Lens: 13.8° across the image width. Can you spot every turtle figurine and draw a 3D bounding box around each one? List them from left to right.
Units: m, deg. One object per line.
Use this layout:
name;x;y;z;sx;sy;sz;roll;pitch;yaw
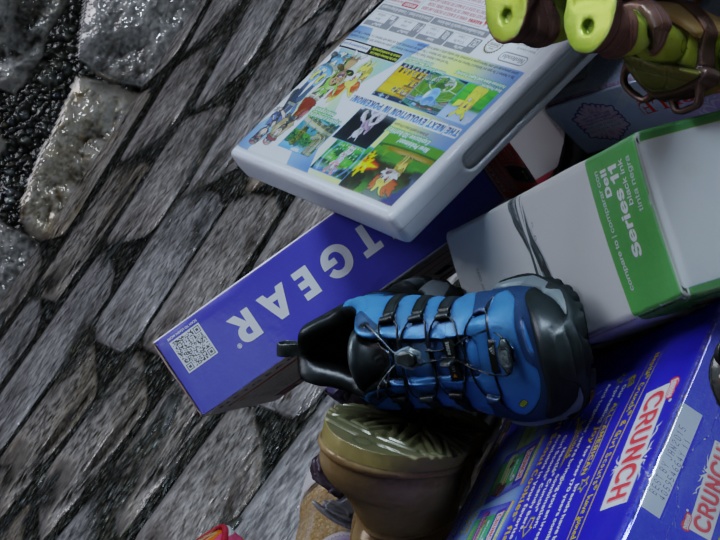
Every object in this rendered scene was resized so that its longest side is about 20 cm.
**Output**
turtle figurine;0.132;-0.109;1.351;0.200;0.161;0.065;35;109;46

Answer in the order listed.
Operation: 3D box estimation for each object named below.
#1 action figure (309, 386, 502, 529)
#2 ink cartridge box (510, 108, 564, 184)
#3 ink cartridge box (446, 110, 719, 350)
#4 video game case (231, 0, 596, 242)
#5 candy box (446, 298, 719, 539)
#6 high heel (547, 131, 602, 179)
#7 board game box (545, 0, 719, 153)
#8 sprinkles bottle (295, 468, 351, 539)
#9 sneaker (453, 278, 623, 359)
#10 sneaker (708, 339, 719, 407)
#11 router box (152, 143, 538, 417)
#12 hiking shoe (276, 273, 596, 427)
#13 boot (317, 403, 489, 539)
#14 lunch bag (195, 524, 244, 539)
action figure;0.018;0.082;1.695;0.130;0.069;0.200;-45;30;7
ink cartridge box;0.133;-0.129;1.776;0.200;0.083;0.146;-41;5;-32
ink cartridge box;0.152;-0.019;1.440;0.146;0.083;0.200;-15;-6;-28
video game case;0.039;-0.100;1.536;0.182;0.022;0.200;-45;27;-11
candy box;0.116;0.122;1.399;0.200;0.077;0.170;-32;26;60
high heel;0.187;-0.079;1.609;0.199;0.072;0.143;-24;-24;-14
board game box;0.203;-0.167;1.487;0.199;0.041;0.201;-15;44;43
sprinkles bottle;-0.012;0.186;1.690;0.068;0.068;0.200;-47;17;31
sneaker;0.095;0.030;1.679;0.114;0.076;0.200;-51;12;26
sneaker;0.201;0.046;1.254;0.098;0.071;0.201;-26;16;3
router box;0.000;0.000;1.606;0.200;0.049;0.179;-35;-6;8
hiking shoe;0.040;0.045;1.431;0.086;0.075;0.200;-15;6;-26
boot;0.003;0.170;1.490;0.175;0.066;0.201;1;-72;-68
lunch bag;-0.122;0.271;1.829;0.200;0.082;0.176;-46;18;31
